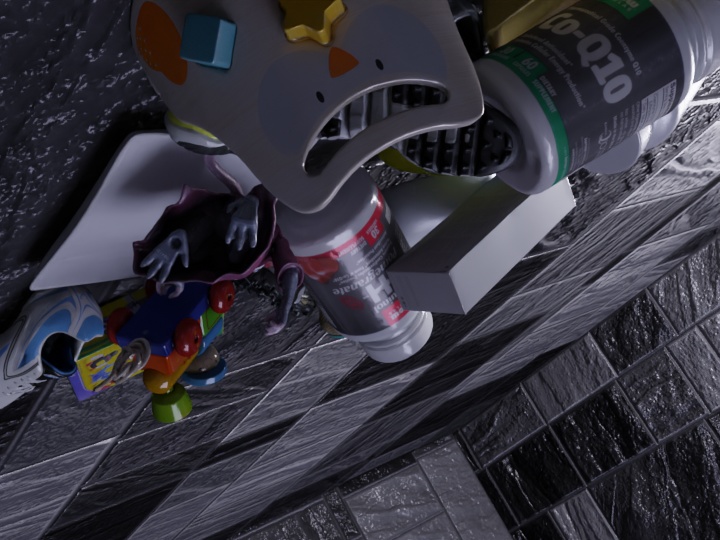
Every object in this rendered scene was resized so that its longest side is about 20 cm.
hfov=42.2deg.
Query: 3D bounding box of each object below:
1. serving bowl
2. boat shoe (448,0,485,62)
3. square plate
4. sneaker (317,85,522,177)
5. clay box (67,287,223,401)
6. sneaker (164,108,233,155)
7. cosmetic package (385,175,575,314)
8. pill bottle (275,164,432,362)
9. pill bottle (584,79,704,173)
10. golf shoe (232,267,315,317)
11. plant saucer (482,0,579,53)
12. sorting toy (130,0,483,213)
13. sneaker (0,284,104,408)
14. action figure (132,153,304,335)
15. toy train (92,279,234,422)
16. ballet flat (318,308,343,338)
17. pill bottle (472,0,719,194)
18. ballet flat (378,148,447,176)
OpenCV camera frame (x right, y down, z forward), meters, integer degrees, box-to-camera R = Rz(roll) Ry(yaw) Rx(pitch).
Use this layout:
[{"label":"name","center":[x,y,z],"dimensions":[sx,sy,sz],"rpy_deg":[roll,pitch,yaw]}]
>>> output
[{"label":"serving bowl","center":[0.071,-0.048,1.033],"dimensions":[0.198,0.066,0.200],"rpy_deg":[-14,171,-2]},{"label":"boat shoe","center":[0.065,-0.174,0.762],"dimensions":[0.072,0.071,0.200],"rpy_deg":[-32,163,3]},{"label":"square plate","center":[-0.157,-0.058,0.783],"dimensions":[0.197,0.029,0.200],"rpy_deg":[-10,153,-49]},{"label":"sneaker","center":[0.042,-0.124,0.728],"dimensions":[0.090,0.199,0.067],"rpy_deg":[-27,128,-54]},{"label":"clay box","center":[-0.216,0.059,0.975],"dimensions":[0.199,0.048,0.115],"rpy_deg":[-25,161,-18]},{"label":"sneaker","center":[-0.052,-0.152,0.658],"dimensions":[0.199,0.076,0.077],"rpy_deg":[-30,143,-11]},{"label":"cosmetic package","center":[0.121,-0.032,0.902],"dimensions":[0.082,0.051,0.200],"rpy_deg":[-1,-149,49]},{"label":"pill bottle","center":[0.000,0.000,0.926],"dimensions":[0.110,0.111,0.201],"rpy_deg":[-31,130,1]},{"label":"pill bottle","center":[0.260,-0.185,0.875],"dimensions":[0.200,0.112,0.112],"rpy_deg":[-51,175,-31]},{"label":"golf shoe","center":[-0.080,-0.008,0.983],"dimensions":[0.095,0.077,0.200],"rpy_deg":[-64,173,-1]},{"label":"plant saucer","center":[0.179,-0.241,0.768],"dimensions":[0.199,0.049,0.200],"rpy_deg":[-36,170,8]},{"label":"sorting toy","center":[-0.022,-0.132,0.546],"dimensions":[0.199,0.181,0.107],"rpy_deg":[-30,163,-4]},{"label":"sneaker","center":[-0.303,0.083,0.857],"dimensions":[0.200,0.073,0.072],"rpy_deg":[-41,162,34]},{"label":"action figure","center":[-0.111,-0.031,0.784],"dimensions":[0.200,0.133,0.150],"rpy_deg":[-5,109,-79]},{"label":"toy train","center":[-0.182,0.091,0.845],"dimensions":[0.200,0.084,0.117],"rpy_deg":[-59,151,-54]},{"label":"ballet flat","center":[-0.007,0.005,1.108],"dimensions":[0.067,0.076,0.200],"rpy_deg":[-2,-157,14]},{"label":"pill bottle","center":[0.186,-0.155,0.732],"dimensions":[0.199,0.113,0.113],"rpy_deg":[-32,164,-15]},{"label":"ballet flat","center":[0.116,-0.120,0.895],"dimensions":[0.198,0.067,0.067],"rpy_deg":[-2,117,-6]}]
